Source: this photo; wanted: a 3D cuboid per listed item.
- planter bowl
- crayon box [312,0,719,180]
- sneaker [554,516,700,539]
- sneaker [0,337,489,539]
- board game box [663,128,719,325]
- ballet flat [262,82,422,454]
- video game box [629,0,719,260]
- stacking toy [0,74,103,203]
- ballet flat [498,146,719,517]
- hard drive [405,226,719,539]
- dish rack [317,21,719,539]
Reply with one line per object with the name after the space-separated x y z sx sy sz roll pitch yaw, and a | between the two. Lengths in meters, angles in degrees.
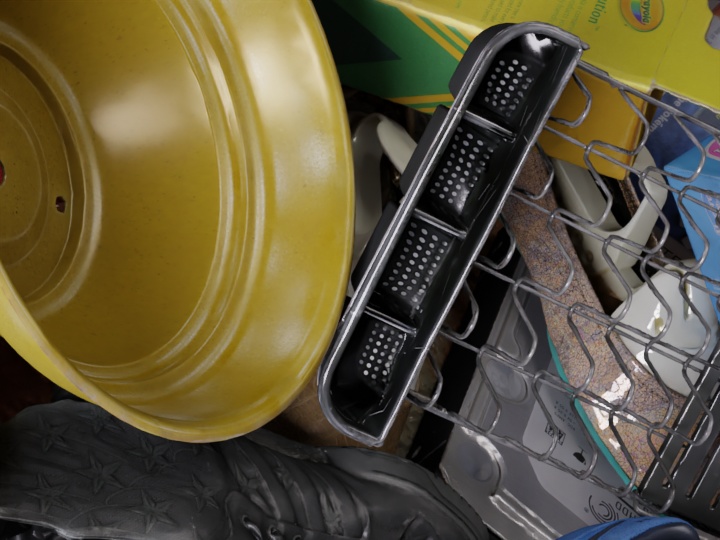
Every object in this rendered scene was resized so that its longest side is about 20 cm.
-0.092 -0.039 0.945 0.200 0.083 0.201 21 64 -50 | planter bowl
0.060 -0.110 1.135 0.199 0.051 0.127 20 45 9 | crayon box
0.061 0.159 0.976 0.066 0.078 0.200 40 50 -14 | sneaker
-0.048 0.091 0.966 0.199 0.060 0.104 28 38 -18 | sneaker
0.223 -0.021 1.134 0.200 0.040 0.153 -32 115 -24 | board game box
0.000 0.000 1.087 0.068 0.072 0.200 30 39 -26 | ballet flat
0.202 -0.056 1.241 0.182 0.200 0.047 33 33 -18 | video game box
-0.128 -0.114 1.062 0.085 0.085 0.201 15 51 -37 | stacking toy
0.099 0.000 1.133 0.068 0.067 0.200 -4 60 -47 | ballet flat
0.093 0.071 1.149 0.140 0.038 0.200 40 37 -10 | hard drive
0.094 0.012 1.026 0.200 0.154 0.055 24 10 -19 | dish rack
